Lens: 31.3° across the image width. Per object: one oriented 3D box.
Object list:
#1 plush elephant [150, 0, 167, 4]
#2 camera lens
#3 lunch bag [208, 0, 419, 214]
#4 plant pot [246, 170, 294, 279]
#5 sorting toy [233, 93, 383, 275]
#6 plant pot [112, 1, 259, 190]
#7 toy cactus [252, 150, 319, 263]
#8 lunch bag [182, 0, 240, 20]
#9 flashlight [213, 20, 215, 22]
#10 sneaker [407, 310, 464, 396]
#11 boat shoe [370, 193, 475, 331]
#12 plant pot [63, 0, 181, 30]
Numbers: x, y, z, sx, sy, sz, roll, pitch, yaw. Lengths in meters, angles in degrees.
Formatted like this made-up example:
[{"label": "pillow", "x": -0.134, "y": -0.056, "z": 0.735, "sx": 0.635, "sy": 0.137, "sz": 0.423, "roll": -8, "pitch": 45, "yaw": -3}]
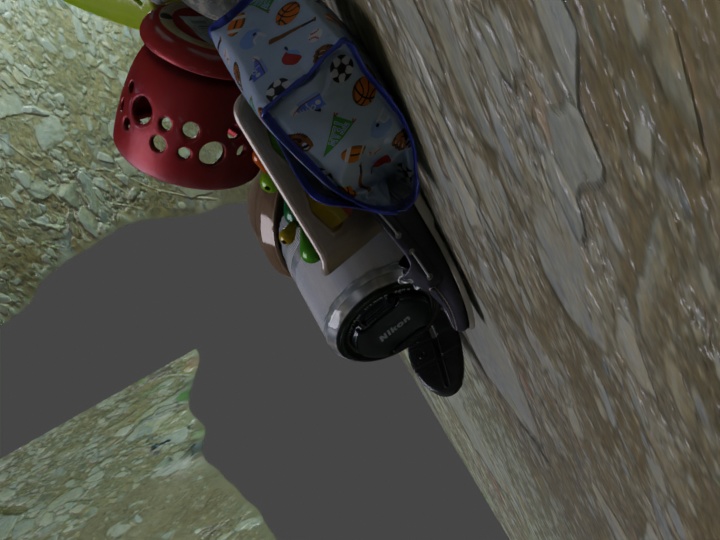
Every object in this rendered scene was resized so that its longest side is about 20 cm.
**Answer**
[{"label": "plush elephant", "x": -0.220, "y": -0.439, "z": 1.551, "sx": 0.165, "sy": 0.200, "sz": 0.154, "roll": 48, "pitch": 161, "yaw": -27}, {"label": "camera lens", "x": 0.000, "y": 0.000, "z": 1.609, "sx": 0.201, "sy": 0.159, "sz": 0.160, "roll": 59, "pitch": 176, "yaw": 35}, {"label": "lunch bag", "x": -0.033, "y": -0.154, "z": 1.203, "sx": 0.200, "sy": 0.124, "sz": 0.170, "roll": 44, "pitch": -169, "yaw": -45}, {"label": "plant pot", "x": -0.088, "y": -0.093, "z": 1.747, "sx": 0.092, "sy": 0.201, "sz": 0.202, "roll": 15, "pitch": 147, "yaw": 34}, {"label": "sorting toy", "x": -0.040, "y": -0.114, "z": 1.352, "sx": 0.201, "sy": 0.036, "sz": 0.185, "roll": 62, "pitch": -152, "yaw": -7}, {"label": "plant pot", "x": -0.201, "y": -0.228, "z": 1.636, "sx": 0.201, "sy": 0.199, "sz": 0.184, "roll": 58, "pitch": 137, "yaw": 47}, {"label": "toy cactus", "x": -0.075, "y": -0.114, "z": 1.463, "sx": 0.201, "sy": 0.102, "sz": 0.165, "roll": 65, "pitch": 177, "yaw": -29}, {"label": "lunch bag", "x": -0.165, "y": -0.362, "z": 1.292, "sx": 0.168, "sy": 0.139, "sz": 0.201, "roll": 60, "pitch": 177, "yaw": 37}, {"label": "flashlight", "x": -0.101, "y": -0.224, "z": 1.503, "sx": 0.067, "sy": 0.068, "sz": 0.201, "roll": 2, "pitch": 138, "yaw": 41}, {"label": "sneaker", "x": 0.106, "y": 0.099, "z": 1.737, "sx": 0.115, "sy": 0.075, "sz": 0.202, "roll": 51, "pitch": -166, "yaw": -51}, {"label": "boat shoe", "x": 0.061, "y": -0.014, "z": 1.372, "sx": 0.201, "sy": 0.062, "sz": 0.073, "roll": 63, "pitch": 178, "yaw": -21}, {"label": "plant pot", "x": -0.306, "y": -0.467, "z": 1.744, "sx": 0.199, "sy": 0.200, "sz": 0.182, "roll": 22, "pitch": 149, "yaw": 25}]
